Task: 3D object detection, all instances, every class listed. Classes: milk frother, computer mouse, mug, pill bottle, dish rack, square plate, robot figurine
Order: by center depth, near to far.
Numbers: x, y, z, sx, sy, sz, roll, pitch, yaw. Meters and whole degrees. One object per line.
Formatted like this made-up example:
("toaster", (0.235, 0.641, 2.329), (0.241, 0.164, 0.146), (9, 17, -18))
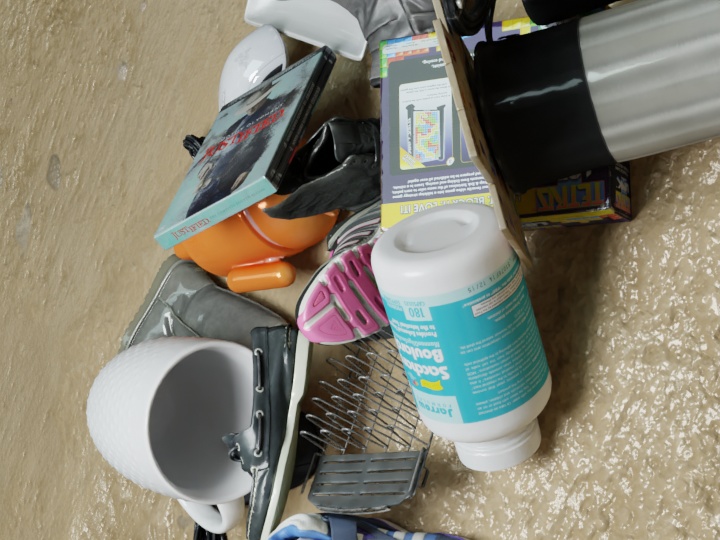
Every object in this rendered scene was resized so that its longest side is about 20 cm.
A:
("milk frother", (0.166, -0.171, 1.008), (0.188, 0.200, 0.181), (-15, 73, 18))
("pill bottle", (0.085, 0.056, 1.130), (0.111, 0.111, 0.201), (12, 128, 48))
("dish rack", (0.011, 0.111, 1.246), (0.153, 0.055, 0.201), (-12, 52, 47))
("mug", (-0.168, 0.158, 1.363), (0.175, 0.147, 0.201), (1, 117, 54))
("square plate", (-0.025, -0.316, 1.389), (0.198, 0.028, 0.201), (27, 105, 47))
("robot figurine", (-0.099, -0.060, 1.394), (0.200, 0.117, 0.144), (-21, 33, 42))
("computer mouse", (-0.114, 0.220, 1.417), (0.200, 0.046, 0.141), (-23, 66, 44))
("computer mouse", (-0.128, -0.163, 1.463), (0.110, 0.044, 0.200), (58, 139, 35))

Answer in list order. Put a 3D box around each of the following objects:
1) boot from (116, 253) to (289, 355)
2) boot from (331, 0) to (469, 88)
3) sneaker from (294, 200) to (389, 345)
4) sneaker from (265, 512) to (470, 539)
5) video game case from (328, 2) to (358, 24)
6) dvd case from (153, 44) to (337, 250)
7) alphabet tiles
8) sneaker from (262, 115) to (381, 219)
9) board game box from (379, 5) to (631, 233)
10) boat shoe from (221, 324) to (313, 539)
("boot", (-0.159, 0.092, 1.481), (0.200, 0.072, 0.182), (35, 111, 38))
("boot", (0.007, -0.224, 1.283), (0.199, 0.070, 0.132), (-5, 90, 26))
("sneaker", (0.000, 0.000, 1.241), (0.087, 0.200, 0.074), (-17, 115, 48))
("sneaker", (0.010, 0.251, 1.200), (0.200, 0.146, 0.081), (12, 93, 48))
("video game case", (0.042, -0.324, 1.351), (0.143, 0.018, 0.201), (21, 100, 48))
("dvd case", (-0.103, -0.113, 1.315), (0.146, 0.022, 0.200), (-25, 29, 36))
("alphabet tiles", (0.086, -0.100, 1.036), (0.008, 0.200, 0.168), (-17, 75, 11))
("sneaker", (0.010, -0.105, 1.264), (0.200, 0.104, 0.060), (-37, 55, 24))
("board game box", (0.115, -0.115, 1.167), (0.199, 0.057, 0.166), (-4, 82, 28))
("boat shoe", (-0.088, 0.143, 1.276), (0.066, 0.075, 0.200), (10, 86, 3))
